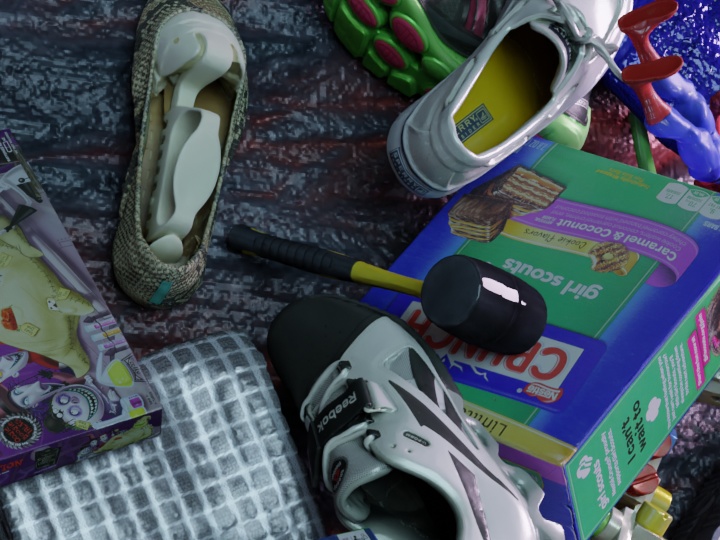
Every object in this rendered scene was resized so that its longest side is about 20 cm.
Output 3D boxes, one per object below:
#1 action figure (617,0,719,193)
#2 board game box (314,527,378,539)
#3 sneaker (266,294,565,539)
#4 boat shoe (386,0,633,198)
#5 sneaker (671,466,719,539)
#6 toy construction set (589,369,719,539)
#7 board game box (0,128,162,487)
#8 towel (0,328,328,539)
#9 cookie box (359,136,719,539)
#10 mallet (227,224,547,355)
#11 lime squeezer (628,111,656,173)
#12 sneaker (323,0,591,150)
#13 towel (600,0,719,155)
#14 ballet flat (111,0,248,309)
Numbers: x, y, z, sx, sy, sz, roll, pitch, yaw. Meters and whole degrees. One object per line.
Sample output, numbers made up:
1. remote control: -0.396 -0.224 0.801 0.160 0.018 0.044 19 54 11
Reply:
1. action figure: 0.197 -0.070 1.266 0.052 0.200 0.065 -16 52 14
2. board game box: -0.059 0.221 1.056 0.135 0.200 0.034 -10 38 -25
3. sneaker: 0.009 0.083 1.086 0.088 0.074 0.200 -4 40 -50
4. boat shoe: 0.100 -0.119 1.212 0.202 0.086 0.075 -41 99 -32
5. sneaker: 0.202 0.188 1.236 0.082 0.070 0.200 45 66 -9
6. toy construction set: 0.159 0.112 1.204 0.092 0.131 0.200 44 70 -7
7. board game box: -0.193 0.018 1.103 0.120 0.032 0.200 -20 56 -20
8. towel: -0.099 0.143 1.116 0.166 0.086 0.200 -18 81 -26
9. cookie box: 0.099 0.031 1.189 0.171 0.075 0.200 20 55 34
10. mallet: 0.000 0.000 1.151 0.066 0.200 0.041 26 82 -56
11. lime squeezer: 0.203 -0.004 1.318 0.071 0.038 0.200 -32 86 -28
12. sneaker: 0.055 -0.142 1.288 0.200 0.077 0.084 40 56 -17
13. towel: 0.166 -0.184 1.348 0.200 0.050 0.148 42 56 -4
14. ballet flat: -0.091 -0.078 1.198 0.068 0.075 0.200 13 68 -17
